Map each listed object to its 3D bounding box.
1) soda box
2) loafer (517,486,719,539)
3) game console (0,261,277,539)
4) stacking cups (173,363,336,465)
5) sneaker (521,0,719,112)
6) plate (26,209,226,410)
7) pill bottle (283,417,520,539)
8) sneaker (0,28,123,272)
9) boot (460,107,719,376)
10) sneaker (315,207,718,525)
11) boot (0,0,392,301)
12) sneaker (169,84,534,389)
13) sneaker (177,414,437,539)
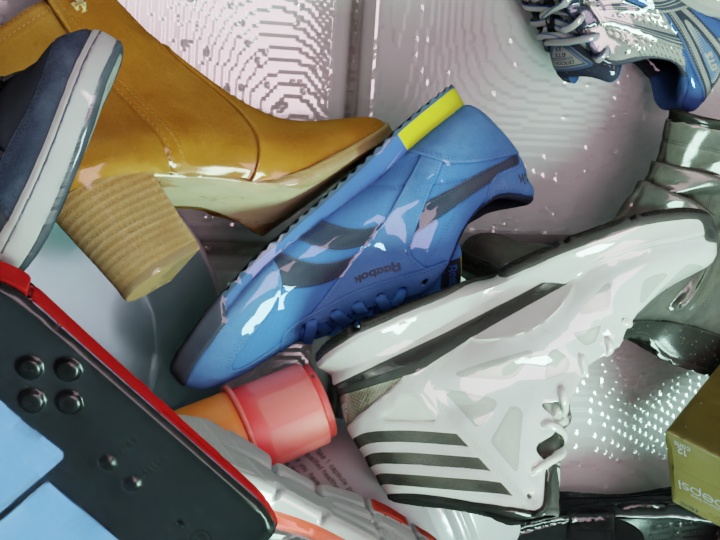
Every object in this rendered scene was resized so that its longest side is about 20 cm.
[{"bbox_3d":[0.247,0.051,1.022,0.200,0.067,0.064,-45,142,-27],"label":"soda box"},{"bbox_3d":[0.129,0.153,1.014,0.199,0.070,0.069,-6,99,-23],"label":"loafer"},{"bbox_3d":[-0.160,0.104,0.782,0.200,0.031,0.177,-39,106,20],"label":"game console"},{"bbox_3d":[-0.109,0.095,0.871,0.199,0.060,0.061,-23,106,-16],"label":"stacking cups"},{"bbox_3d":[0.117,-0.140,0.968,0.199,0.077,0.086,25,91,-25],"label":"sneaker"},{"bbox_3d":[-0.158,0.041,0.895,0.199,0.026,0.202,-3,98,-23],"label":"plate"},{"bbox_3d":[-0.029,0.143,0.917,0.199,0.113,0.114,-31,108,-17],"label":"pill bottle"},{"bbox_3d":[-0.193,-0.050,0.766,0.146,0.202,0.077,31,41,-15],"label":"sneaker"},{"bbox_3d":[0.144,-0.028,0.993,0.199,0.068,0.132,16,98,-33],"label":"boot"},{"bbox_3d":[0.089,0.051,0.885,0.199,0.076,0.116,-22,85,-8],"label":"sneaker"},{"bbox_3d":[-0.084,-0.081,0.887,0.201,0.071,0.144,-30,83,-45],"label":"boot"},{"bbox_3d":[0.000,0.000,0.902,0.200,0.066,0.079,-41,90,-15],"label":"sneaker"},{"bbox_3d":[-0.023,0.139,0.835,0.199,0.077,0.082,29,97,-3],"label":"sneaker"}]
